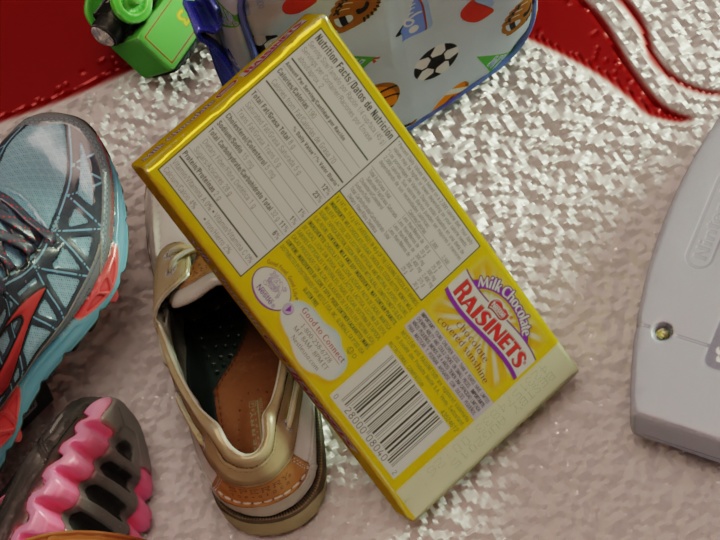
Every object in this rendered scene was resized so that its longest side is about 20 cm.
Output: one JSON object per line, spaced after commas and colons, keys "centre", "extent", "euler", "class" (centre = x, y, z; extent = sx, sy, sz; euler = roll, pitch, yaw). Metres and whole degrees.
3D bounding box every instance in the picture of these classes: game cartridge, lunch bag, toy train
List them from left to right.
{"centre": [-0.061, -0.176, 1.424], "extent": [0.056, 0.042, 0.200], "euler": [42, 67, -21], "class": "toy train"}
{"centre": [-0.003, -0.132, 1.309], "extent": [0.160, 0.200, 0.076], "euler": [-31, 62, -7], "class": "lunch bag"}
{"centre": [0.197, -0.002, 1.303], "extent": [0.132, 0.041, 0.201], "euler": [20, 68, 14], "class": "game cartridge"}

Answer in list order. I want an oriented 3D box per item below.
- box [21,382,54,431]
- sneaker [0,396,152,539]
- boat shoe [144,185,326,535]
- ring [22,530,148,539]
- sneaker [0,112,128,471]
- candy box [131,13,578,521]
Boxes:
{"centre": [-0.264, 0.046, 1.346], "extent": [0.200, 0.050, 0.158], "euler": [39, 74, 24], "class": "box"}
{"centre": [-0.162, 0.137, 1.278], "extent": [0.095, 0.079, 0.201], "euler": [7, 58, 35], "class": "sneaker"}
{"centre": [-0.056, 0.014, 1.317], "extent": [0.074, 0.068, 0.201], "euler": [-17, 61, 0], "class": "boat shoe"}
{"centre": [-0.061, 0.163, 1.185], "extent": [0.200, 0.200, 0.019], "euler": [41, 113, 25], "class": "ring"}
{"centre": [-0.160, 0.011, 1.265], "extent": [0.079, 0.096, 0.201], "euler": [17, 67, 15], "class": "sneaker"}
{"centre": [0.000, 0.000, 1.264], "extent": [0.102, 0.200, 0.026], "euler": [-41, 20, -14], "class": "candy box"}
